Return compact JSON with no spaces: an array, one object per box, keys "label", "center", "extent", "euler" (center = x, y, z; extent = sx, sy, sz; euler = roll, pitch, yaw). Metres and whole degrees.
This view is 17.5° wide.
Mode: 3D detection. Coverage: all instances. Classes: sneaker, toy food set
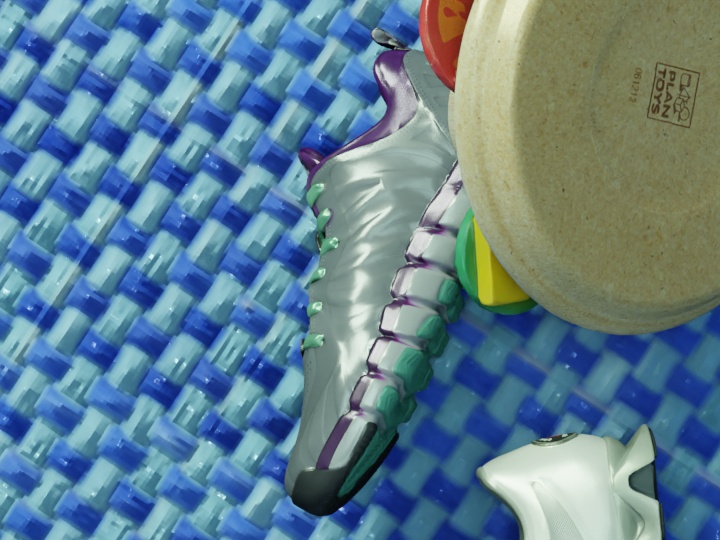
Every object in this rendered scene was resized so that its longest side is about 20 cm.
[{"label":"sneaker","center":[0.086,0.168,0.964],"extent":[0.088,0.074,0.200],"euler":[-6,79,0]},{"label":"sneaker","center":[0.000,0.000,0.971],"extent":[0.087,0.074,0.200],"euler":[25,78,10]},{"label":"toy food set","center":[0.110,-0.074,0.943],"extent":[0.198,0.049,0.200],"euler":[-10,103,-33]}]
